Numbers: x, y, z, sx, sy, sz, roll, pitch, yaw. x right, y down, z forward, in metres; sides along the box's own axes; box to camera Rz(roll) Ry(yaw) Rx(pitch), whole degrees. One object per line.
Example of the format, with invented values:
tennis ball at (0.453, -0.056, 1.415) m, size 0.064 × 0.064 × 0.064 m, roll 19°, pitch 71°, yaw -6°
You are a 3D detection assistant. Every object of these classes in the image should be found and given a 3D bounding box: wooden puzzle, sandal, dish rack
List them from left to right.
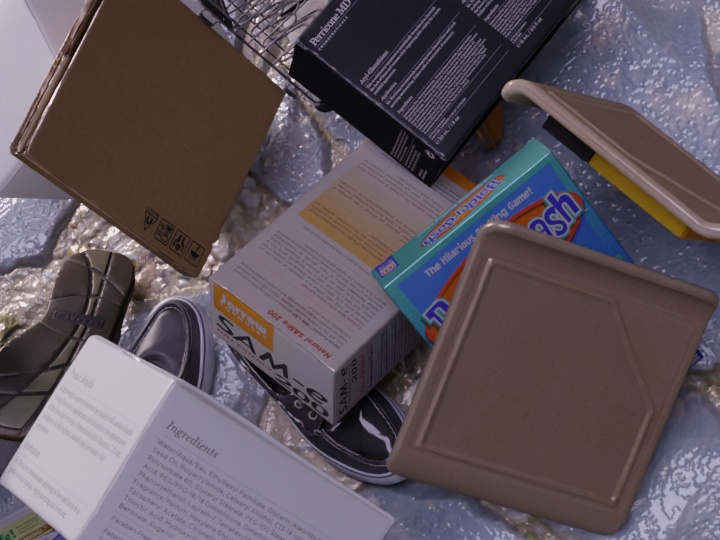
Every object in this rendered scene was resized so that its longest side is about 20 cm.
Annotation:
sandal at (-0.230, 0.064, 1.575) m, size 0.081 × 0.055 × 0.201 m, roll 12°, pitch 44°, yaw 6°
dish rack at (-0.077, -0.216, 1.558) m, size 0.054 × 0.200 × 0.154 m, roll -35°, pitch 50°, yaw 15°
wooden puzzle at (0.132, 0.076, 1.415) m, size 0.184 × 0.037 × 0.201 m, roll 18°, pitch 106°, yaw -17°
wooden puzzle at (0.210, -0.069, 1.438) m, size 0.200 × 0.185 × 0.037 m, roll 37°, pitch 106°, yaw 25°

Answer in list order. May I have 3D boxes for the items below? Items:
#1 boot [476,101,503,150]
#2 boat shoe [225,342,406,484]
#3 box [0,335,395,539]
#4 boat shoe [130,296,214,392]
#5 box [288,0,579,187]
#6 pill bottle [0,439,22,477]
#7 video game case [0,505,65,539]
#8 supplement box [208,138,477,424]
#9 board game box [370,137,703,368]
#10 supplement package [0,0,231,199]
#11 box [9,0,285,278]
boot at (0.124, -0.205, 1.575) m, size 0.143 × 0.071 × 0.202 m, roll -19°, pitch 73°, yaw 3°
boat shoe at (-0.037, 0.083, 1.527) m, size 0.070 × 0.066 × 0.200 m, roll -44°, pitch 66°, yaw 0°
box at (-0.117, 0.160, 1.414) m, size 0.131 × 0.200 × 0.199 m, roll -58°, pitch 24°, yaw -7°
boat shoe at (-0.170, 0.110, 1.550) m, size 0.070 × 0.066 × 0.201 m, roll 17°, pitch 78°, yaw 20°
box at (0.063, -0.186, 1.498) m, size 0.141 × 0.079 × 0.200 m, roll 39°, pitch 75°, yaw 1°
pill bottle at (-0.353, 0.078, 1.598) m, size 0.111 × 0.111 × 0.200 m, roll -39°, pitch 67°, yaw 1°
video game case at (-0.273, 0.285, 1.513) m, size 0.199 × 0.022 × 0.182 m, roll -28°, pitch 65°, yaw -21°
supplement box at (0.000, 0.000, 1.503) m, size 0.126 × 0.074 × 0.200 m, roll 36°, pitch 61°, yaw 23°
board game box at (0.127, 0.031, 1.441) m, size 0.152 × 0.045 × 0.200 m, roll -39°, pitch 110°, yaw 2°
supplement package at (-0.196, -0.135, 1.557) m, size 0.121 × 0.199 × 0.120 m, roll -44°, pitch 63°, yaw 32°
box at (-0.149, -0.110, 1.476) m, size 0.021 × 0.200 × 0.164 m, roll 13°, pitch 73°, yaw 41°
